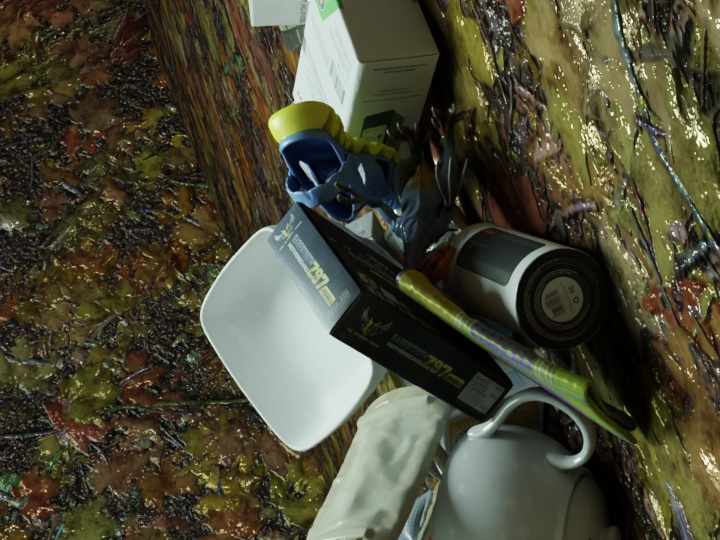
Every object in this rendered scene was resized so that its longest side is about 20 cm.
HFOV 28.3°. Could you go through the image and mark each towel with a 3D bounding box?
[{"bbox_3d":[0.124,0.065,1.134,0.199,0.023,0.143,33,177,36],"label":"towel"}]

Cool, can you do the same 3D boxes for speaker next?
[{"bbox_3d":[0.132,0.010,1.186,0.200,0.080,0.082,-148,40,-75],"label":"speaker"}]

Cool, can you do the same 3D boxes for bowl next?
[{"bbox_3d":[-0.057,0.063,1.460,0.200,0.074,0.200,53,134,11],"label":"bowl"}]

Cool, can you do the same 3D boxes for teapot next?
[{"bbox_3d":[0.159,0.229,1.269,0.200,0.144,0.200,46,-130,-55],"label":"teapot"}]

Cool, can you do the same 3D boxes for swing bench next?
[{"bbox_3d":[0.027,0.243,1.307,0.200,0.128,0.202,-60,-39,-43],"label":"swing bench"}]

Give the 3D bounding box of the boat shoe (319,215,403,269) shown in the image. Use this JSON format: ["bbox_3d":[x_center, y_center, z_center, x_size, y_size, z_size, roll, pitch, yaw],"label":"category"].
[{"bbox_3d":[0.000,0.000,1.358,0.199,0.072,0.069,29,-160,-30],"label":"boat shoe"}]

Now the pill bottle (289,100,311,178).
[{"bbox_3d":[-0.032,-0.156,1.664,0.200,0.113,0.115,-150,42,-74],"label":"pill bottle"}]

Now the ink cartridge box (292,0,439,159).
[{"bbox_3d":[0.000,-0.191,1.399,0.201,0.083,0.147,106,150,-54],"label":"ink cartridge box"}]

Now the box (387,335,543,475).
[{"bbox_3d":[0.095,0.096,1.443,0.102,0.111,0.201,84,163,-46],"label":"box"}]

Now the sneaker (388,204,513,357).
[{"bbox_3d":[0.092,-0.016,1.384,0.201,0.076,0.081,58,167,20],"label":"sneaker"}]

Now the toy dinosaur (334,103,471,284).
[{"bbox_3d":[0.070,-0.055,1.281,0.200,0.104,0.184,32,-128,-53],"label":"toy dinosaur"}]

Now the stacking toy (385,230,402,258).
[{"bbox_3d":[-0.016,0.027,1.661,0.117,0.198,0.110,85,163,-54],"label":"stacking toy"}]

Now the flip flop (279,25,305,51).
[{"bbox_3d":[-0.051,-0.310,1.685,0.199,0.057,0.082,-5,99,64],"label":"flip flop"}]

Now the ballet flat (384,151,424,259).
[{"bbox_3d":[0.049,-0.062,1.534,0.071,0.070,0.202,-132,26,-65],"label":"ballet flat"}]

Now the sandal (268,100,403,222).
[{"bbox_3d":[-0.018,-0.083,1.317,0.199,0.079,0.088,22,-123,-55],"label":"sandal"}]

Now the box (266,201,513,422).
[{"bbox_3d":[0.025,0.036,1.241,0.199,0.051,0.158,33,-168,-36],"label":"box"}]

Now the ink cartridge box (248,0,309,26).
[{"bbox_3d":[-0.087,-0.383,1.523,0.145,0.083,0.202,98,166,-68],"label":"ink cartridge box"}]

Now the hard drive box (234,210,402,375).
[{"bbox_3d":[-0.034,0.054,1.585,0.157,0.198,0.077,59,-167,-21],"label":"hard drive box"}]
